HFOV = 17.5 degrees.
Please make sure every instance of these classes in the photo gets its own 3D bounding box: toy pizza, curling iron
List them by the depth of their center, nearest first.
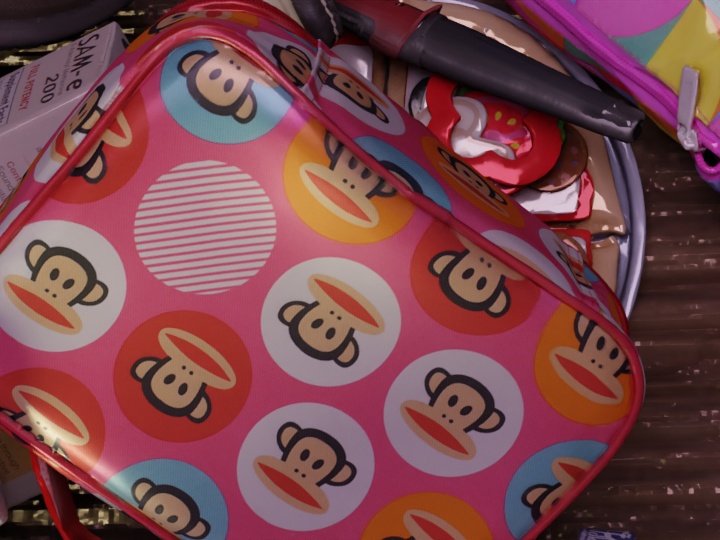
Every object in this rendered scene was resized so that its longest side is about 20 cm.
[{"bbox_3d":[0.007,-0.018,0.884,0.200,0.032,0.200,-2,73,6],"label":"toy pizza"},{"bbox_3d":[0.024,-0.097,0.885,0.200,0.026,0.050,32,67,31],"label":"curling iron"}]

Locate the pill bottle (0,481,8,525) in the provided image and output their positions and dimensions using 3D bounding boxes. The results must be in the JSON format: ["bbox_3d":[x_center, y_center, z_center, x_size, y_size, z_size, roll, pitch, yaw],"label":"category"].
[{"bbox_3d":[-0.222,0.076,0.740,0.200,0.116,0.116,-24,71,-4],"label":"pill bottle"}]

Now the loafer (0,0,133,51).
[{"bbox_3d":[-0.163,-0.119,0.828,0.200,0.071,0.073,-11,31,-30],"label":"loafer"}]

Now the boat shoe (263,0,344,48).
[{"bbox_3d":[-0.034,-0.147,0.868,0.065,0.073,0.200,-24,43,0],"label":"boat shoe"}]

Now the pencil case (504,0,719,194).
[{"bbox_3d":[0.098,-0.114,0.876,0.088,0.088,0.200,-43,70,-7],"label":"pencil case"}]

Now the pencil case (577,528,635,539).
[{"bbox_3d":[0.092,0.190,0.785,0.083,0.087,0.200,3,71,-24],"label":"pencil case"}]

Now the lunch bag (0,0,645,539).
[{"bbox_3d":[-0.028,0.031,0.748,0.200,0.082,0.176,39,104,-11],"label":"lunch bag"}]

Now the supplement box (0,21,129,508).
[{"bbox_3d":[-0.145,0.017,0.827,0.200,0.074,0.126,-25,112,8],"label":"supplement box"}]
